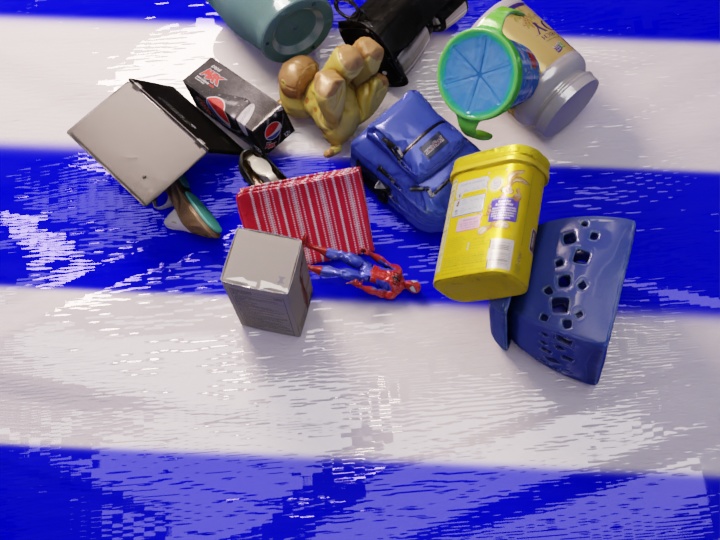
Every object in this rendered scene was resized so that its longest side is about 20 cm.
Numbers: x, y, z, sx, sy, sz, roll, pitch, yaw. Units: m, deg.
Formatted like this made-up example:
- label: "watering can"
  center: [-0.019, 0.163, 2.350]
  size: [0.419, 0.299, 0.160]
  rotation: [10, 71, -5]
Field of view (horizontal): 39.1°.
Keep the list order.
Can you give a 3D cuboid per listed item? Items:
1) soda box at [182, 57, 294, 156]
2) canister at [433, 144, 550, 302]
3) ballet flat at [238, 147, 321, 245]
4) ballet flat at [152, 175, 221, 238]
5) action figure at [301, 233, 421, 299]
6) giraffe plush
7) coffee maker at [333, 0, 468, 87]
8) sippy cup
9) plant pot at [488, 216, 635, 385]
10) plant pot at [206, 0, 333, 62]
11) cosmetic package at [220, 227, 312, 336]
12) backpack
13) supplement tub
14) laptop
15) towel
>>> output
- label: "soda box"
  center: [-0.200, -0.267, 1.647]
  size: [0.071, 0.063, 0.200]
  rotation: [-43, 54, -14]
- label: "canister"
  center: [0.184, -0.064, 1.437]
  size: [0.148, 0.086, 0.201]
  rotation: [-10, 58, 43]
- label: "ballet flat"
  center: [-0.131, -0.120, 1.622]
  size: [0.068, 0.068, 0.200]
  rotation: [-42, 75, -11]
- label: "ballet flat"
  center: [-0.296, -0.113, 1.629]
  size: [0.072, 0.068, 0.200]
  rotation: [-38, 72, 9]
- label: "action figure"
  center: [0.000, 0.000, 1.574]
  size: [0.199, 0.052, 0.066]
  rotation: [17, 68, -10]
- label: "giraffe plush"
  center: [-0.065, -0.291, 1.647]
  size: [0.162, 0.201, 0.172]
  rotation: [28, 43, 27]
- label: "coffee maker"
  center: [0.071, -0.435, 1.673]
  size: [0.134, 0.192, 0.200]
  rotation: [29, 70, 28]
- label: "sippy cup"
  center: [0.205, -0.297, 1.540]
  size: [0.178, 0.130, 0.140]
  rotation: [-40, 76, 32]
- label: "plant pot"
  center: [0.292, 0.032, 1.498]
  size: [0.179, 0.200, 0.201]
  rotation: [14, 71, 14]
- label: "plant pot"
  center: [-0.144, -0.452, 1.662]
  size: [0.199, 0.200, 0.188]
  rotation: [-28, 64, -10]
- label: "cosmetic package"
  center: [-0.133, 0.021, 1.498]
  size: [0.103, 0.200, 0.088]
  rotation: [12, 70, 5]
- label: "backpack"
  center: [0.097, -0.163, 1.586]
  size: [0.162, 0.168, 0.200]
  rotation: [-42, 81, -8]
- label: "supplement tub"
  center: [0.274, -0.329, 1.655]
  size: [0.145, 0.146, 0.200]
  rotation: [-40, 74, -13]
- label: "laptop"
  center: [-0.322, -0.206, 1.631]
  size: [0.187, 0.200, 0.116]
  rotation: [42, 108, 14]
- label: "towel"
  center: [-0.085, -0.076, 1.586]
  size: [0.199, 0.023, 0.145]
  rotation: [-11, 111, -3]
